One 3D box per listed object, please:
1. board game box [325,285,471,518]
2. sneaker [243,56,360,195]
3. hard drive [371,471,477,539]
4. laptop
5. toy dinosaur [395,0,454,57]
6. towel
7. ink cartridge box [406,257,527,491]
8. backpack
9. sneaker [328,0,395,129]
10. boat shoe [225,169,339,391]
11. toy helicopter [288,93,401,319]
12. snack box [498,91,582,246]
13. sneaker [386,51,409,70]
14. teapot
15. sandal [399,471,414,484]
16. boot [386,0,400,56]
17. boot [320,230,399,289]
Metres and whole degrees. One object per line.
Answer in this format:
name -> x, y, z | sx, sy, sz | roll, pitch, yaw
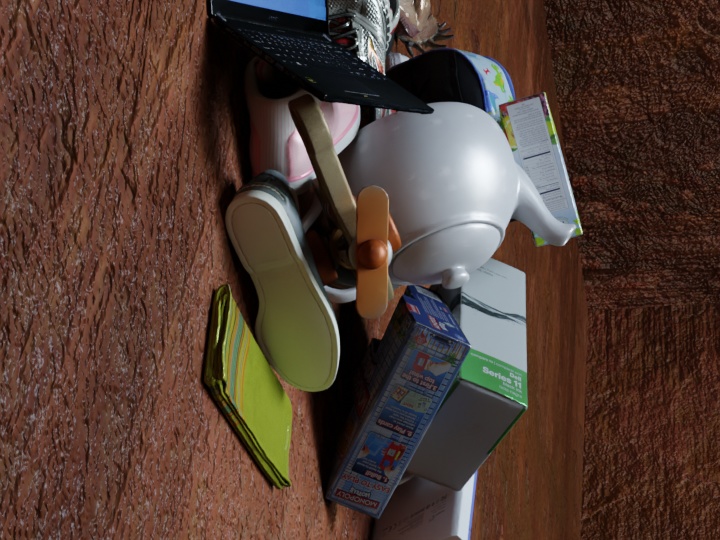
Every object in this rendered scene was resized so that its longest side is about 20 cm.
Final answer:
board game box -> 0.026, 0.125, 1.545 | 0.200, 0.061, 0.201 | -115, -132, -76
sneaker -> -0.049, -0.153, 1.382 | 0.201, 0.075, 0.106 | -64, 153, -57
hard drive -> 0.069, 0.234, 1.679 | 0.025, 0.132, 0.201 | 41, 34, -22
laptop -> -0.033, -0.225, 1.308 | 0.177, 0.199, 0.104 | -3, 125, -58
toy dinosaur -> 0.059, -0.309, 1.891 | 0.200, 0.085, 0.137 | -45, 137, -65
towel -> -0.085, 0.098, 1.287 | 0.201, 0.018, 0.087 | 67, 24, -55
ink cartridge box -> 0.102, 0.097, 1.620 | 0.201, 0.082, 0.147 | -84, -159, -48
backpack -> 0.106, -0.143, 1.800 | 0.146, 0.182, 0.202 | -7, 84, -54
sneaker -> -0.007, -0.208, 1.582 | 0.082, 0.077, 0.202 | -56, 138, -60
boat shoe -> -0.056, 0.009, 1.319 | 0.062, 0.072, 0.201 | -69, 147, -53
toy helicopter -> -0.015, -0.050, 1.277 | 0.133, 0.078, 0.201 | -121, -173, -52
snack box -> 0.182, -0.098, 1.613 | 0.200, 0.052, 0.144 | -17, 93, -83
sneaker -> 0.096, -0.222, 1.940 | 0.200, 0.114, 0.076 | 36, 51, -73
teapot -> 0.060, -0.049, 1.468 | 0.197, 0.199, 0.147 | 15, 51, -52
sandal -> 0.049, 0.175, 1.700 | 0.207, 0.078, 0.060 | -77, 156, -57
boot -> -0.001, -0.329, 1.692 | 0.144, 0.072, 0.202 | 91, -10, -82
boot -> 0.000, 0.000, 1.578 | 0.199, 0.075, 0.074 | -4, 69, -58
